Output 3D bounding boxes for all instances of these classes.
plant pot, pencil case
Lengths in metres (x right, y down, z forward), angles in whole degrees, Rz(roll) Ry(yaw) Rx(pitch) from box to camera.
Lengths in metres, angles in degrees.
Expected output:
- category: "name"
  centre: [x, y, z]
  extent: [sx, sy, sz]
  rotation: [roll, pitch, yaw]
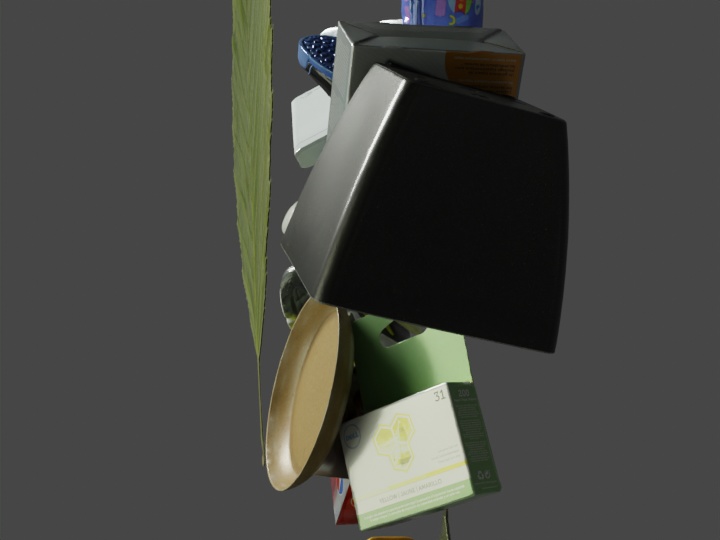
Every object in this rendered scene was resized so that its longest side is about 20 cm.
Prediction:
- category: "plant pot"
  centre: [0.063, -0.062, 1.168]
  extent: [0.200, 0.198, 0.178]
  rotation: [-130, 54, -73]
- category: "plant pot"
  centre: [-0.047, 0.118, 1.410]
  extent: [0.200, 0.027, 0.201]
  rotation: [-164, 90, -72]
- category: "pencil case"
  centre: [0.073, -0.210, 1.361]
  extent: [0.078, 0.087, 0.201]
  rotation: [9, 99, 45]

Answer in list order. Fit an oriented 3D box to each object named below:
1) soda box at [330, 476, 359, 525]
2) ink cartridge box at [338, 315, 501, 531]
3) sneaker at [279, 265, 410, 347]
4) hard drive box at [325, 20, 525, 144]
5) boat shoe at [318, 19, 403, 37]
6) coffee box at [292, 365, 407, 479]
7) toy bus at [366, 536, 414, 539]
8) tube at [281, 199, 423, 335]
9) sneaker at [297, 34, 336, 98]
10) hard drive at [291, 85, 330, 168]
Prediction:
- category: "soda box"
  centre: [0.014, 0.216, 1.637]
  extent: [0.200, 0.070, 0.064]
  rotation: [106, 161, -52]
- category: "ink cartridge box"
  centre: [0.042, 0.123, 1.322]
  extent: [0.145, 0.048, 0.201]
  rotation: [-25, 72, 39]
- category: "sneaker"
  centre: [-0.015, 0.051, 1.572]
  extent: [0.074, 0.200, 0.085]
  rotation: [-30, 35, 25]
- category: "hard drive box"
  centre: [0.051, -0.112, 1.284]
  extent: [0.077, 0.155, 0.201]
  rotation: [-112, 25, -62]
- category: "boat shoe"
  centre: [0.041, -0.226, 1.564]
  extent: [0.201, 0.086, 0.075]
  rotation: [8, 92, 50]
- category: "coffee box"
  centre: [0.011, 0.153, 1.458]
  extent: [0.200, 0.079, 0.115]
  rotation: [-3, 85, 54]
- category: "toy bus"
  centre: [0.024, 0.340, 1.594]
  extent: [0.200, 0.065, 0.079]
  rotation: [122, 149, -70]
- category: "tube"
  centre: [0.000, 0.000, 1.530]
  extent: [0.052, 0.200, 0.058]
  rotation: [-8, 50, 47]
- category: "sneaker"
  centre: [0.002, -0.171, 1.498]
  extent: [0.200, 0.070, 0.078]
  rotation: [40, 134, 32]
- category: "hard drive"
  centre: [-0.016, -0.187, 1.658]
  extent: [0.027, 0.131, 0.200]
  rotation: [60, -172, -21]
